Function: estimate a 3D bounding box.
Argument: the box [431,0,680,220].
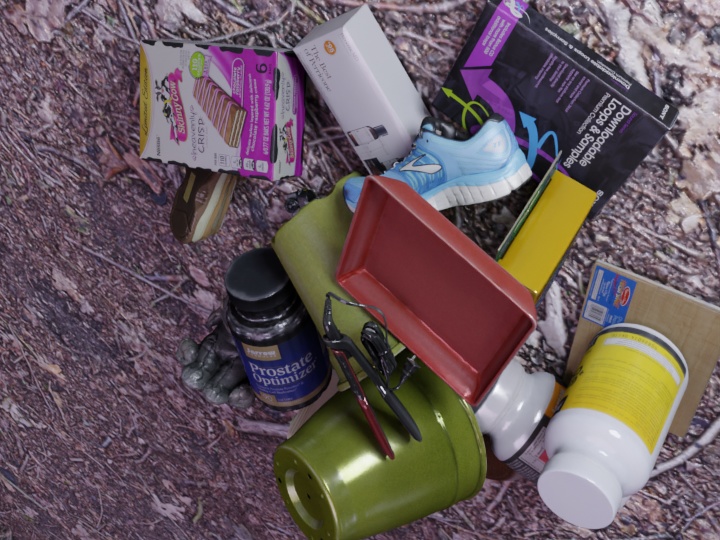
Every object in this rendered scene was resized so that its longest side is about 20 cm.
[{"bbox_3d":[0.176,-0.152,0.946,0.198,0.036,0.144,34,143,3],"label":"box"}]

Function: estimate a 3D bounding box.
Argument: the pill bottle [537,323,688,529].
[{"bbox_3d":[0.254,0.157,1.029,0.110,0.201,0.113,22,139,21],"label":"pill bottle"}]

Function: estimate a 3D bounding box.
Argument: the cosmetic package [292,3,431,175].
[{"bbox_3d":[0.018,-0.166,1.048,0.082,0.051,0.201,-12,120,44],"label":"cosmetic package"}]

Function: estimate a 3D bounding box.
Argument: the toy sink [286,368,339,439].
[{"bbox_3d":[-0.025,0.218,1.388,0.197,0.113,0.131,21,157,22],"label":"toy sink"}]

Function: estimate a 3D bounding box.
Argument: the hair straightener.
[{"bbox_3d":[0.020,0.099,1.032,0.202,0.076,0.041,63,177,-24],"label":"hair straightener"}]

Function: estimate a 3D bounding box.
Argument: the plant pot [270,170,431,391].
[{"bbox_3d":[0.000,0.000,1.137,0.185,0.200,0.200,52,142,0],"label":"plant pot"}]

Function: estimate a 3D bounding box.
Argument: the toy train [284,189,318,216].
[{"bbox_3d":[-0.042,-0.003,1.236,0.045,0.034,0.204,-13,103,22],"label":"toy train"}]

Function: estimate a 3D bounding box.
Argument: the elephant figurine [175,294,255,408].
[{"bbox_3d":[-0.156,0.077,1.383,0.140,0.156,0.202,20,108,-26],"label":"elephant figurine"}]

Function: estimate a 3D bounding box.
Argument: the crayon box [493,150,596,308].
[{"bbox_3d":[0.167,-0.007,0.985,0.051,0.127,0.201,30,156,12],"label":"crayon box"}]

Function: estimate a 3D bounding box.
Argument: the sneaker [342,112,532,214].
[{"bbox_3d":[0.069,-0.106,0.998,0.197,0.078,0.092,-12,102,28],"label":"sneaker"}]

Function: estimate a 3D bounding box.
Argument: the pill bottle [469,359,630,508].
[{"bbox_3d":[0.222,0.191,1.171,0.198,0.117,0.117,35,142,-4],"label":"pill bottle"}]

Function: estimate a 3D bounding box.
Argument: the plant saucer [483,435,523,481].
[{"bbox_3d":[0.146,0.210,1.306,0.198,0.037,0.202,30,149,21],"label":"plant saucer"}]

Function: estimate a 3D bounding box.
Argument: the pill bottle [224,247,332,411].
[{"bbox_3d":[-0.104,0.073,1.254,0.110,0.112,0.202,16,142,26],"label":"pill bottle"}]

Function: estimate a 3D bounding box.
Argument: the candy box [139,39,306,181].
[{"bbox_3d":[-0.157,-0.182,1.124,0.197,0.061,0.139,11,106,31],"label":"candy box"}]

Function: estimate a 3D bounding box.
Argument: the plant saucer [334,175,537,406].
[{"bbox_3d":[0.071,0.017,0.957,0.199,0.037,0.201,42,151,12],"label":"plant saucer"}]

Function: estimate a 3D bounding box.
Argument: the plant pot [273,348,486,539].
[{"bbox_3d":[0.010,0.218,1.160,0.200,0.191,0.203,36,138,39],"label":"plant pot"}]

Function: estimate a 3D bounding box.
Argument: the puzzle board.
[{"bbox_3d":[0.306,0.085,1.093,0.149,0.017,0.202,24,139,20],"label":"puzzle board"}]

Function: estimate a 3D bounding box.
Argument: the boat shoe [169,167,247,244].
[{"bbox_3d":[-0.171,-0.123,1.236,0.072,0.075,0.202,50,128,28],"label":"boat shoe"}]
